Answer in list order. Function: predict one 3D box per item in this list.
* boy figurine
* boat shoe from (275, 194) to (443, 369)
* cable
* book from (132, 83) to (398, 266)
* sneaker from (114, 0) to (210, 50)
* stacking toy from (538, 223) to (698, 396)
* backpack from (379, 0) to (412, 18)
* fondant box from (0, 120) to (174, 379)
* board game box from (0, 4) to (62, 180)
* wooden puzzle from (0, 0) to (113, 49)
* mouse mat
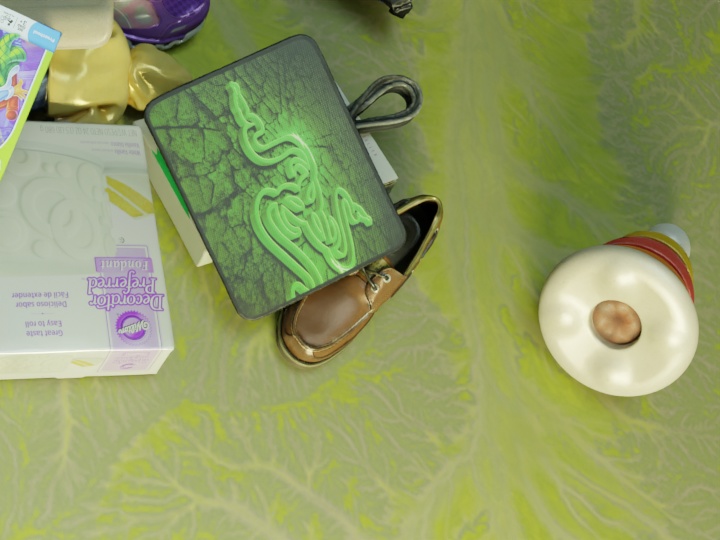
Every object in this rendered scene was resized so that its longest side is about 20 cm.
[{"bbox_3d":[-0.236,-0.169,1.274,0.199,0.064,0.125,-5,92,-30],"label":"boy figurine"},{"bbox_3d":[0.000,0.000,1.309,0.072,0.068,0.200,42,55,-3],"label":"boat shoe"},{"bbox_3d":[-0.025,-0.130,1.321,0.199,0.050,0.098,-8,66,-23],"label":"cable"},{"bbox_3d":[-0.085,-0.094,1.334,0.199,0.048,0.134,-21,72,-31],"label":"book"},{"bbox_3d":[-0.220,-0.251,1.318,0.199,0.088,0.081,9,60,-23],"label":"sneaker"},{"bbox_3d":[0.259,0.012,1.420,0.146,0.146,0.200,44,35,0],"label":"stacking toy"},{"bbox_3d":[-0.008,-0.371,1.435,0.199,0.184,0.147,22,34,-11],"label":"backpack"},{"bbox_3d":[-0.234,-0.018,1.208,0.143,0.058,0.201,0,66,-26],"label":"fondant box"},{"bbox_3d":[-0.340,-0.154,1.135,0.199,0.045,0.135,23,78,-16],"label":"board game box"},{"bbox_3d":[-0.291,-0.269,1.228,0.184,0.046,0.201,-2,61,-5],"label":"wooden puzzle"},{"bbox_3d":[-0.069,-0.079,1.265,0.160,0.008,0.201,-26,92,-13],"label":"mouse mat"}]
